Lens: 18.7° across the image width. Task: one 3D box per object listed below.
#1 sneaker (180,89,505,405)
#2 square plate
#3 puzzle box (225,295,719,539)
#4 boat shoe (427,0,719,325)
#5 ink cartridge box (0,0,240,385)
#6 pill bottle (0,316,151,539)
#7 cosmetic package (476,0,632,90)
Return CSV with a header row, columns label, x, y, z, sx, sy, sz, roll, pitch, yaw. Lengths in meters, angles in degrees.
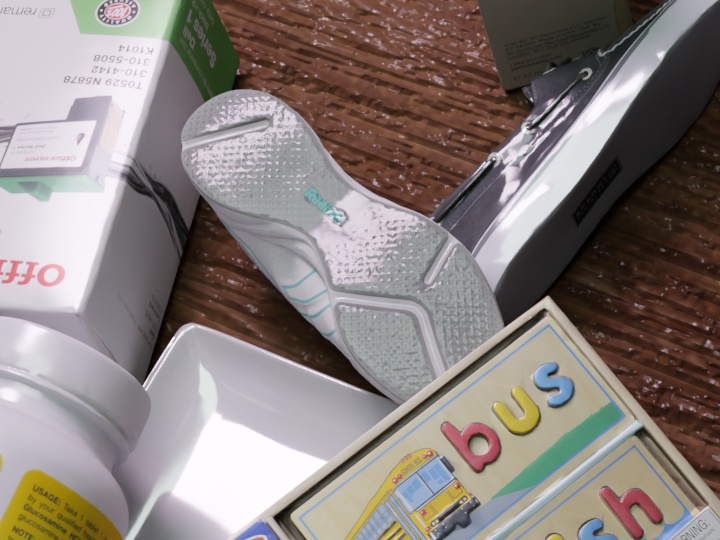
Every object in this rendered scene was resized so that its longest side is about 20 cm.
label,x,y,z,sx,sy,sz,roll,pitch,yaw
sneaker,0.000,0.000,0.989,0.070,0.080,0.200,-39,64,-9
square plate,-0.042,0.137,0.944,0.199,0.028,0.199,20,65,25
puzzle box,0.041,0.118,0.888,0.200,0.025,0.133,-37,77,-14
boat shoe,0.098,-0.064,1.014,0.066,0.070,0.200,33,79,28
ink cartridge box,-0.158,-0.046,1.057,0.145,0.084,0.201,3,59,18
pill bottle,-0.164,0.126,0.902,0.112,0.113,0.201,14,65,23
cosmetic package,0.072,-0.189,1.013,0.073,0.200,0.104,-15,56,5
